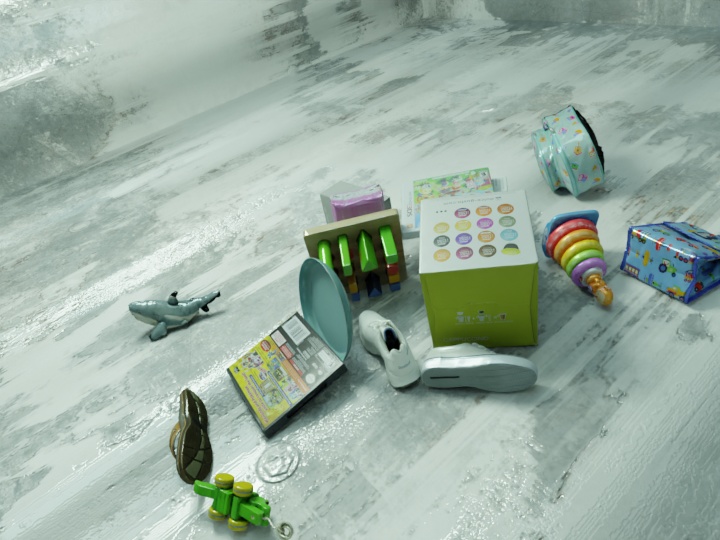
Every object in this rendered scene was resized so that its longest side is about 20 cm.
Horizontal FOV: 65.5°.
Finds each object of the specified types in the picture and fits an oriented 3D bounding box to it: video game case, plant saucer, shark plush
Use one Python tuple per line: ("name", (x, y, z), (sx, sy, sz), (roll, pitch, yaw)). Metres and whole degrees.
("video game case", (-0.141, 0.184, 1.036), (0.179, 0.026, 0.199), (-38, 39, -12))
("plant saucer", (-0.063, 0.074, 1.045), (0.027, 0.206, 0.199), (-14, 30, -27))
("video game case", (0.180, -0.143, 1.163), (0.193, 0.022, 0.185), (-8, 41, 11))
("shark plush", (-0.412, 0.086, 1.252), (0.193, 0.085, 0.092), (-9, 33, 7))

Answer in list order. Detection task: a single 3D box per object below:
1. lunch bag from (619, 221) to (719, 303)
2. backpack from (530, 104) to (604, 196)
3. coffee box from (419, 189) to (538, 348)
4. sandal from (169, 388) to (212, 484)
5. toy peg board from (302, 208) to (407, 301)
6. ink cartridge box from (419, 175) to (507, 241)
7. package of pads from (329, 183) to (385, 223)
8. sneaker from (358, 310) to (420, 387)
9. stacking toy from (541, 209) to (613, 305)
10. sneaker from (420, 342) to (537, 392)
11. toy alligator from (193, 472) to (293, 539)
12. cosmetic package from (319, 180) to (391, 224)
("lunch bag", (0.628, -0.033, 1.067), (0.194, 0.097, 0.150), (-14, 30, -24))
("backpack", (0.511, -0.283, 1.375), (0.150, 0.178, 0.202), (-26, 32, 11))
("coffee box", (0.216, 0.002, 1.024), (0.193, 0.204, 0.201), (-5, 42, 13))
("sandal", (-0.293, 0.280, 0.940), (0.054, 0.083, 0.201), (-32, 36, 1))
("toy peg board", (0.000, 0.000, 1.145), (0.193, 0.202, 0.100), (-12, 49, 1))
("ink cartridge box", (0.230, -0.102, 1.236), (0.193, 0.148, 0.147), (-4, 36, 15))
("package of pads", (0.004, -0.080, 1.237), (0.116, 0.206, 0.076), (-11, 27, -4))
("sneaker", (0.049, 0.123, 1.032), (0.073, 0.089, 0.200), (-25, 34, -14))
("stacking toy", (0.438, -0.011, 1.092), (0.106, 0.118, 0.204), (-8, 47, -2))
("sneaker", (0.198, 0.154, 0.944), (0.193, 0.075, 0.072), (0, 38, 20))
("toy alligator", (-0.163, 0.345, 0.822), (0.195, 0.062, 0.054), (9, -1, 30))
("cosmetic package", (-0.008, -0.146, 1.424), (0.089, 0.109, 0.197), (-36, 38, -30))
